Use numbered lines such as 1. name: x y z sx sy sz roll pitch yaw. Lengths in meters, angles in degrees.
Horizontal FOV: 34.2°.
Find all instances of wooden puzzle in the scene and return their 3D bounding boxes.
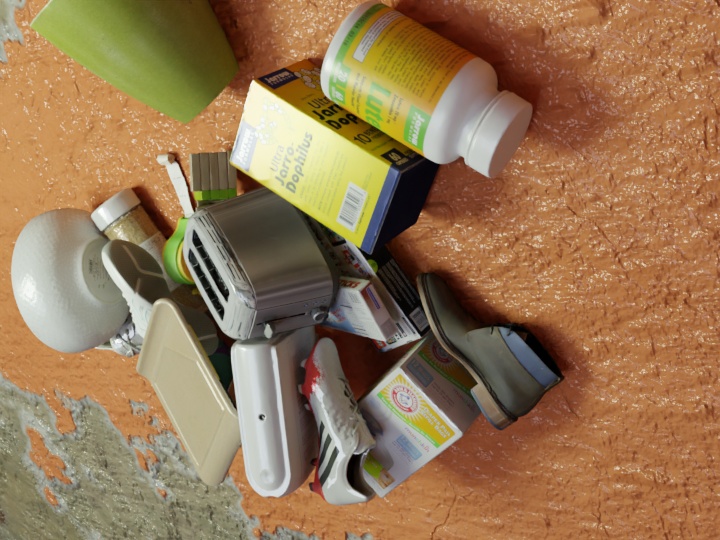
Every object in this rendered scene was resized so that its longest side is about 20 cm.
1. wooden puzzle: -0.214 0.156 1.504 0.201 0.037 0.186 53 145 20

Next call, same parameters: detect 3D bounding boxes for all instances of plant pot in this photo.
1. plant pot: -0.238 -0.273 1.336 0.200 0.188 0.186 44 139 -17

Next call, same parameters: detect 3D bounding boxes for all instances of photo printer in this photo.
1. photo printer: -0.095 0.164 1.424 0.068 0.166 0.203 -3 103 15

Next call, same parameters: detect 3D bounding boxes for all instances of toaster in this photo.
1. toaster: -0.122 -0.014 1.367 0.201 0.128 0.114 58 148 25

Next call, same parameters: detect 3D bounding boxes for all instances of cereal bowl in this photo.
1. cereal bowl: -0.381 0.009 1.620 0.082 0.200 0.202 -11 112 29

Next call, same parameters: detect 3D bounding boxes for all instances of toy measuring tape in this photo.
1. toy measuring tape: -0.241 -0.050 1.548 0.073 0.073 0.202 1 119 39

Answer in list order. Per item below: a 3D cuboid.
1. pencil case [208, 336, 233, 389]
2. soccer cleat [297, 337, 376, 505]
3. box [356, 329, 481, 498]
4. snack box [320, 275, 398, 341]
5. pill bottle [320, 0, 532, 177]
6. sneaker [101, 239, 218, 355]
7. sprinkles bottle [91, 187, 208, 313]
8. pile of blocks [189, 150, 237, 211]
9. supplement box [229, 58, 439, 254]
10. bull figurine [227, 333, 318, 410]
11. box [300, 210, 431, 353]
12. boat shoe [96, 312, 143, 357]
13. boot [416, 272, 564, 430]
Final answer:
1. pencil case: -0.183 0.161 1.635 0.199 0.085 0.093 40 172 11
2. soccer cleat: -0.022 0.179 1.383 0.084 0.068 0.204 1 98 31
3. box: 0.062 0.172 1.429 0.113 0.101 0.200 46 137 3
4. snack box: -0.028 0.039 1.411 0.199 0.024 0.072 9 133 60
5. pill bottle: 0.068 -0.178 1.176 0.199 0.111 0.112 33 135 17
6. sneaker: -0.279 0.048 1.546 0.080 0.071 0.201 -26 111 37
7. sprinkles bottle: -0.286 -0.014 1.612 0.068 0.068 0.201 -29 98 46
8. pile of blocks: -0.163 -0.059 1.472 0.202 0.081 0.062 64 164 -11
9. supplement box: -0.026 -0.128 1.280 0.199 0.109 0.111 33 125 17
10. bull figurine: -0.123 0.150 1.540 0.120 0.065 0.203 14 100 2
11. box: 0.000 0.000 1.392 0.201 0.035 0.110 55 151 -5
12. boat shoe: -0.332 0.097 1.709 0.199 0.069 0.071 -7 123 50
13. boot: 0.147 0.071 1.334 0.096 0.075 0.202 -33 86 22
